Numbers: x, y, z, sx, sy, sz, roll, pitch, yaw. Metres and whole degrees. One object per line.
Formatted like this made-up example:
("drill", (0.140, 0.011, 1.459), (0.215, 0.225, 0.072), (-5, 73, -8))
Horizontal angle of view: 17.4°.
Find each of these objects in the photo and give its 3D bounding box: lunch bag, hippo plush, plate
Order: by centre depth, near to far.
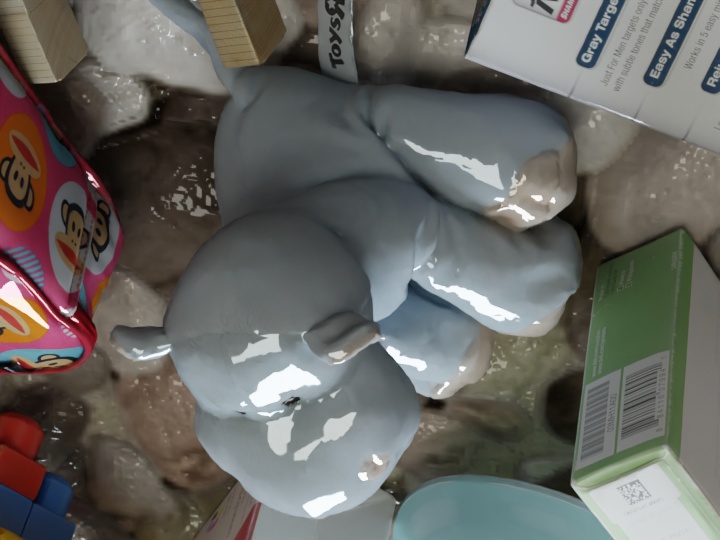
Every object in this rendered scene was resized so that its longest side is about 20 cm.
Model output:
("hippo plush", (0.000, 0.000, 0.887), (0.159, 0.161, 0.200), (-7, 122, 15))
("lunch bag", (-0.203, -0.033, 0.914), (0.176, 0.082, 0.200), (0, 149, 22))
("plate", (0.095, 0.163, 1.008), (0.200, 0.026, 0.200), (26, 149, 17))

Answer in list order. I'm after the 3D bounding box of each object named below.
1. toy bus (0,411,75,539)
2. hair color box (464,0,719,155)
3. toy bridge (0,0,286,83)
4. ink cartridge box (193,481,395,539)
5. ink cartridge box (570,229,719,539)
("toy bus", (-0.200, 0.156, 1.041), (0.200, 0.192, 0.136), (-4, 152, 45))
("hair color box", (0.149, -0.095, 0.858), (0.200, 0.061, 0.100), (20, 125, -4))
("toy bridge", (-0.126, -0.105, 0.888), (0.200, 0.027, 0.067), (0, 125, 31))
("ink cartridge box", (-0.068, 0.182, 1.050), (0.067, 0.117, 0.200), (30, 123, -10))
("ink cartridge box", (0.160, 0.100, 0.936), (0.048, 0.146, 0.200), (-26, 116, 25))
